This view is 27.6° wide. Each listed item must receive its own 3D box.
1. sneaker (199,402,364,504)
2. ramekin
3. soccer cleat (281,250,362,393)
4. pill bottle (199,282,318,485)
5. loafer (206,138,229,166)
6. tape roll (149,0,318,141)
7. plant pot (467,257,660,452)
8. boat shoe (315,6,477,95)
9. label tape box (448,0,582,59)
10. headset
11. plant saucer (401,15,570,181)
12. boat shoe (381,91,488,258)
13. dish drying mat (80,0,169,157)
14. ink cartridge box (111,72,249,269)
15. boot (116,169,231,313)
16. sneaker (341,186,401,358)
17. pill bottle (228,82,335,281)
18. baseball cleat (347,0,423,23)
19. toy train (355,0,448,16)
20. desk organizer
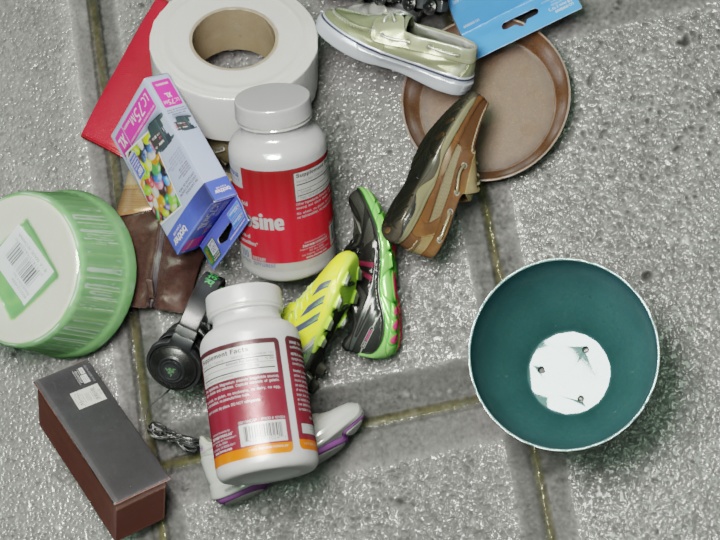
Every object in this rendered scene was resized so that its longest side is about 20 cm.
[{"bbox_3d":[-0.093,0.184,1.650,0.198,0.075,0.101,-26,75,5],"label":"sneaker"},{"bbox_3d":[-0.370,0.001,1.711,0.198,0.097,0.203,-2,85,25],"label":"ramekin"},{"bbox_3d":[-0.062,0.056,1.640,0.083,0.065,0.202,34,119,17],"label":"soccer cleat"},{"bbox_3d":[-0.112,0.122,1.577,0.111,0.113,0.203,-11,74,9],"label":"pill bottle"},{"bbox_3d":[-0.164,-0.164,1.742,0.199,0.068,0.076,29,53,21],"label":"loafer"},{"bbox_3d":[-0.148,-0.249,1.721,0.199,0.071,0.204,1,52,-1],"label":"tape roll"},{"bbox_3d":[0.222,0.100,1.575,0.197,0.135,0.203,-3,77,11],"label":"plant pot"},{"bbox_3d":[0.045,-0.267,1.689,0.198,0.072,0.063,22,120,8],"label":"boat shoe"},{"bbox_3d":[0.153,-0.366,1.711,0.143,0.063,0.202,-25,59,5],"label":"label tape box"},{"bbox_3d":[-0.191,0.103,1.674,0.093,0.124,0.202,24,98,1],"label":"headset"},{"bbox_3d":[0.147,-0.198,1.712,0.197,0.034,0.203,-2,78,11],"label":"plant saucer"},{"bbox_3d":[0.096,-0.104,1.654,0.073,0.076,0.201,33,75,-16],"label":"boat shoe"},{"bbox_3d":[-0.268,-0.237,1.814,0.076,0.018,0.202,26,82,15],"label":"dish drying mat"},{"bbox_3d":[-0.205,-0.107,1.656,0.042,0.119,0.201,-23,75,-39],"label":"ink cartridge box"},{"bbox_3d":[-0.195,-0.033,1.739,0.197,0.072,0.169,3,90,11],"label":"boot"},{"bbox_3d":[0.000,0.000,1.674,0.083,0.077,0.203,-5,75,6],"label":"sneaker"},{"bbox_3d":[-0.089,-0.100,1.637,0.111,0.113,0.202,1,118,12],"label":"pill bottle"},{"bbox_3d":[-0.006,-0.353,1.762,0.199,0.069,0.107,37,104,28],"label":"baseball cleat"},{"bbox_3d":[0.014,-0.333,1.704,0.198,0.034,0.046,16,104,27],"label":"toy train"},{"bbox_3d":[-0.299,0.206,1.685,0.071,0.078,0.200,-22,53,-28],"label":"desk organizer"}]
